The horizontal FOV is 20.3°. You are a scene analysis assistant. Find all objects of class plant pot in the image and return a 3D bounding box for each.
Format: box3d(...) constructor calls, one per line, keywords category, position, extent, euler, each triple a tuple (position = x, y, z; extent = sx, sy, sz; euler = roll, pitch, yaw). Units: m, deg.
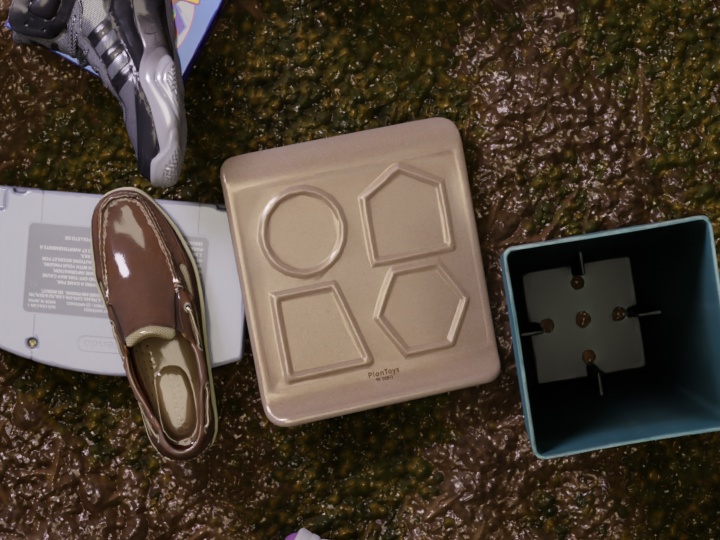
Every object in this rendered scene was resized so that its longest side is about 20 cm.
box3d(category="plant pot", position=(0.170, 0.040, 1.421), extent=(0.140, 0.200, 0.143), euler=(-9, 93, -1))

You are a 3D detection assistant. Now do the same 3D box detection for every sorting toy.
box3d(category="sorting toy", position=(0.000, 0.000, 1.487), extent=(0.183, 0.036, 0.202), euler=(-11, 91, -12))

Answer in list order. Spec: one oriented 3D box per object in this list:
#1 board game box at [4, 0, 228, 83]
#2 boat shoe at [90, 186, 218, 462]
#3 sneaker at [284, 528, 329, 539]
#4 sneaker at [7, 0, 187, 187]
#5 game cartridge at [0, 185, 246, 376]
box3d(category="board game box", position=(-0.155, -0.235, 1.481), extent=(0.134, 0.045, 0.201), euler=(29, 91, -2))
box3d(category="boat shoe", position=(-0.144, 0.038, 1.442), extent=(0.074, 0.075, 0.204), euler=(-19, 92, -1))
box3d(category="sneaker", position=(-0.034, 0.299, 1.488), extent=(0.099, 0.075, 0.202), euler=(14, 92, -1))
box3d(category="sneaker", position=(-0.187, -0.153, 1.426), extent=(0.113, 0.075, 0.202), euler=(-9, 87, 0))
box3d(category="game cartridge", position=(-0.182, 0.011, 1.495), extent=(0.198, 0.042, 0.135), euler=(5, 96, -2))
